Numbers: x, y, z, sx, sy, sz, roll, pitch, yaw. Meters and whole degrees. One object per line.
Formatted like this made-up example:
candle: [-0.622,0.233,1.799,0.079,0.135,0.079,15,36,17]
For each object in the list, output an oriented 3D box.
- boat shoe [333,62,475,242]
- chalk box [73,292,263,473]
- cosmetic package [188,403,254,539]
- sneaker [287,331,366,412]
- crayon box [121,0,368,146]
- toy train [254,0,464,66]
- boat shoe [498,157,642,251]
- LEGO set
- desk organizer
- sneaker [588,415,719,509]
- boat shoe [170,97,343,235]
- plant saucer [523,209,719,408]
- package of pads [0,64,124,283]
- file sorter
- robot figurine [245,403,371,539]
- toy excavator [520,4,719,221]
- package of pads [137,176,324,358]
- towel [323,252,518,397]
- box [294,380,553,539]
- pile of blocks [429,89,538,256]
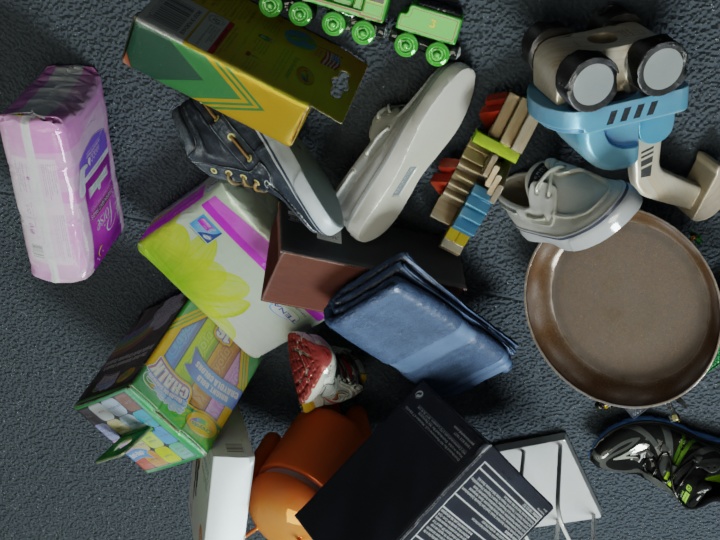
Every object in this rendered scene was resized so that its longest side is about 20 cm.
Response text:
boat shoe: [0.036,-0.123,0.986,0.069,0.072,0.200,44,121,24]
chalk box: [-0.223,0.142,1.148,0.124,0.200,0.124,-21,121,43]
cosmetic package: [-0.167,0.250,1.199,0.051,0.200,0.152,3,102,-14]
sneaker: [-0.036,0.106,1.131,0.082,0.078,0.200,-12,168,-4]
crayon box: [-0.101,-0.191,0.931,0.199,0.127,0.051,26,128,-5]
toy train: [0.000,-0.239,0.927,0.199,0.042,0.057,17,118,1]
boat shoe: [0.181,-0.068,0.932,0.070,0.200,0.071,44,84,-13]
LEGO set: [0.315,0.053,1.041,0.154,0.116,0.200,45,125,17]
desk organizer: [0.000,0.000,1.046,0.199,0.072,0.077,12,134,-18]
sneaker: [0.359,0.221,1.146,0.199,0.083,0.071,12,127,6]
boat shoe: [-0.100,-0.101,0.992,0.091,0.071,0.201,-36,81,15]
plant saucer: [0.254,0.034,0.985,0.199,0.032,0.201,11,110,33]
package of pads: [-0.306,-0.099,1.056,0.075,0.121,0.201,7,127,9]
file sorter: [0.172,0.304,1.229,0.199,0.125,0.139,-15,120,24]
robot figurine: [-0.057,0.243,1.190,0.144,0.200,0.117,37,139,-1]
toy excavator: [0.241,-0.125,0.904,0.193,0.100,0.201,-13,125,-11]
package of pads: [-0.125,-0.006,1.106,0.154,0.068,0.200,-30,115,34]
towel: [0.063,0.062,1.033,0.111,0.049,0.200,-30,134,28]
box: [0.071,0.257,1.084,0.198,0.123,0.200,-46,138,-4]
pile of blocks: [0.106,-0.093,0.980,0.062,0.082,0.200,26,127,0]
